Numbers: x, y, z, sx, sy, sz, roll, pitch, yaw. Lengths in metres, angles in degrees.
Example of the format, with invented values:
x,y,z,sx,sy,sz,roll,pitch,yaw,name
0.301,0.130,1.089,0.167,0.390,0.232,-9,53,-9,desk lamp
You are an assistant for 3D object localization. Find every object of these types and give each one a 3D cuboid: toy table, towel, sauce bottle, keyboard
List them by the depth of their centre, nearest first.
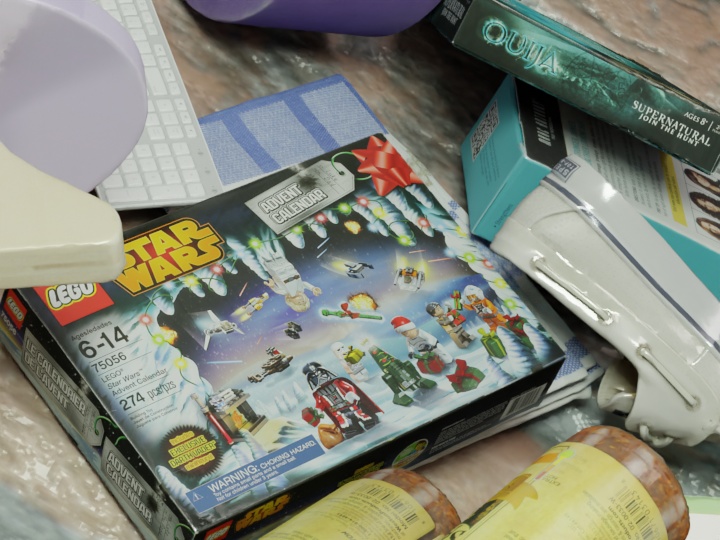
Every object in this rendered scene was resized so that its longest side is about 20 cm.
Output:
x,y,z,sx,sy,sz,roll,pitch,yaw,name
0.039,0.132,1.030,0.066,0.066,0.200,46,53,14,sauce bottle
-0.180,-0.034,1.051,0.200,0.184,0.117,-14,40,4,toy table
-0.039,0.137,1.052,0.066,0.066,0.200,48,42,16,sauce bottle
0.000,0.000,1.245,0.147,0.024,0.200,-21,62,-41,towel
-0.113,-0.099,1.261,0.056,0.011,0.200,0,46,-25,keyboard

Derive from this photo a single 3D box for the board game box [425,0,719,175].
x,y,z,sx,sy,sz,roll,pitch,yaw,name
0.094,-0.101,1.324,0.135,0.028,0.200,26,8,-11,board game box

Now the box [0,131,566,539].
x,y,z,sx,sy,sz,roll,pitch,yaw,name
-0.032,0.030,1.156,0.200,0.040,0.137,-24,63,-35,box

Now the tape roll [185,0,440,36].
x,y,z,sx,sy,sz,roll,pitch,yaw,name
-0.020,-0.212,1.303,0.085,0.200,0.200,4,49,-31,tape roll

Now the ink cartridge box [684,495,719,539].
x,y,z,sx,sy,sz,roll,pitch,yaw,name
0.145,0.190,1.120,0.145,0.048,0.200,5,69,-16,ink cartridge box

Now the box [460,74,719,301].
x,y,z,sx,sy,sz,roll,pitch,yaw,name
0.145,-0.015,1.312,0.200,0.049,0.082,25,28,-16,box

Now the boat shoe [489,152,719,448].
x,y,z,sx,sy,sz,roll,pitch,yaw,name
0.136,0.043,1.232,0.200,0.070,0.071,47,-1,-10,boat shoe
